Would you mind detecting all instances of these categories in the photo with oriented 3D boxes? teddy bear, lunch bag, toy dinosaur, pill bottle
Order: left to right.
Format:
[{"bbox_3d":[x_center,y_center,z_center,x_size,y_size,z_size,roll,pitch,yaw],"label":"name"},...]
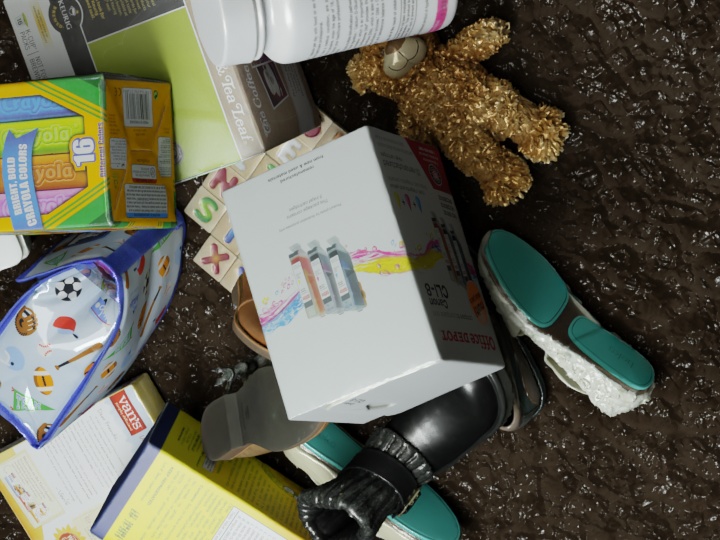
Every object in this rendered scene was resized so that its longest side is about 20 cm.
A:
[{"bbox_3d":[-0.249,0.034,1.731,0.124,0.170,0.200,40,117,0],"label":"lunch bag"},{"bbox_3d":[-0.078,0.084,1.727,0.200,0.088,0.048,-46,71,25],"label":"toy dinosaur"},{"bbox_3d":[-0.031,-0.230,1.527,0.199,0.113,0.114,-15,104,-17],"label":"pill bottle"},{"bbox_3d":[0.081,-0.143,1.605,0.145,0.067,0.201,-32,93,24],"label":"teddy bear"}]

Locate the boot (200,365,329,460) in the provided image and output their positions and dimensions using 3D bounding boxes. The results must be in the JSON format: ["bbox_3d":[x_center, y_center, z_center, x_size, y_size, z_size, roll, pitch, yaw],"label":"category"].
[{"bbox_3d":[-0.064,0.125,1.653,0.200,0.075,0.074,-23,68,57],"label":"boot"}]

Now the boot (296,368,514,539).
[{"bbox_3d":[0.038,0.155,1.623,0.079,0.158,0.211,47,145,15],"label":"boot"}]

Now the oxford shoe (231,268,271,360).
[{"bbox_3d":[-0.070,0.026,1.645,0.071,0.200,0.072,19,109,-21],"label":"oxford shoe"}]

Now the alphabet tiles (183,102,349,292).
[{"bbox_3d":[-0.065,-0.051,1.723,0.166,0.006,0.200,40,116,6],"label":"alphabet tiles"}]

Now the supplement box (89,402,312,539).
[{"bbox_3d":[-0.130,0.232,1.750,0.199,0.110,0.109,33,106,-5],"label":"supplement box"}]

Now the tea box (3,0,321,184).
[{"bbox_3d":[-0.170,-0.180,1.650,0.196,0.134,0.201,-15,98,25],"label":"tea box"}]

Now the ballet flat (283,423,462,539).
[{"bbox_3d":[0.006,0.202,1.749,0.200,0.069,0.070,39,116,8],"label":"ballet flat"}]

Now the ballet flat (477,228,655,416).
[{"bbox_3d":[0.166,0.053,1.636,0.200,0.072,0.072,44,116,4],"label":"ballet flat"}]

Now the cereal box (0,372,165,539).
[{"bbox_3d":[-0.254,0.204,1.856,0.199,0.040,0.144,-27,97,25],"label":"cereal box"}]

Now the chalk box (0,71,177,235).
[{"bbox_3d":[-0.267,-0.090,1.559,0.199,0.125,0.125,-3,91,22],"label":"chalk box"}]

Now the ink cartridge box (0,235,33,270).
[{"bbox_3d":[-0.379,-0.028,1.720,0.145,0.200,0.084,-23,97,-8],"label":"ink cartridge box"}]

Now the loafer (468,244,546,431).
[{"bbox_3d":[0.096,0.050,1.660,0.072,0.063,0.201,-32,93,26],"label":"loafer"}]

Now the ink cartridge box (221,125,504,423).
[{"bbox_3d":[0.005,0.009,1.534,0.144,0.145,0.201,-22,77,22],"label":"ink cartridge box"}]
